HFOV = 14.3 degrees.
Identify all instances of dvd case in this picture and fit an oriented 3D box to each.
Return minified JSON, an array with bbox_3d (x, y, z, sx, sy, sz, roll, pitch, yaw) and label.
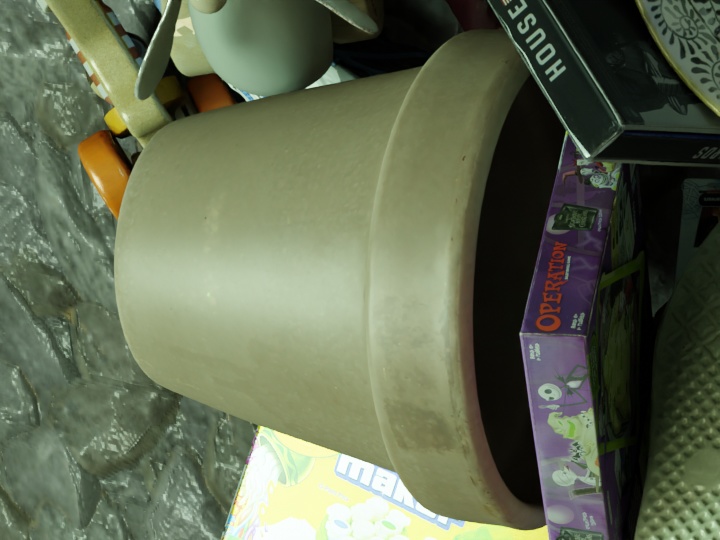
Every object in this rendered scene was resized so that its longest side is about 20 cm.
[{"bbox_3d":[0.107,-0.105,1.088,0.025,0.200,0.150,-41,68,28],"label":"dvd case"}]

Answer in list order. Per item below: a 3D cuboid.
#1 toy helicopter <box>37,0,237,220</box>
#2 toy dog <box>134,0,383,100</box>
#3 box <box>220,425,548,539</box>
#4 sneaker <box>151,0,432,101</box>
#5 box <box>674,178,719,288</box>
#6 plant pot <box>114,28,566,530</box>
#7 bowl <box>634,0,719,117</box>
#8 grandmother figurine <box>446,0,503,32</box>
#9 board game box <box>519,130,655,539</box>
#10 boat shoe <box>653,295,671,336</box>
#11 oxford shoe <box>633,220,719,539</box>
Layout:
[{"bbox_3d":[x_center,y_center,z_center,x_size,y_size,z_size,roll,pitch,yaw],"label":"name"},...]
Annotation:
[{"bbox_3d":[-0.129,-0.122,1.362,0.132,0.079,0.200,62,-178,31],"label":"toy helicopter"},{"bbox_3d":[-0.049,-0.100,1.201,0.132,0.200,0.097,-16,81,30],"label":"toy dog"},{"bbox_3d":[0.043,0.163,1.269,0.200,0.122,0.193,25,106,23],"label":"box"},{"bbox_3d":[-0.029,-0.084,1.330,0.200,0.076,0.077,37,126,29],"label":"sneaker"},{"bbox_3d":[0.214,0.035,1.105,0.200,0.040,0.137,2,81,33],"label":"box"},{"bbox_3d":[0.000,0.000,1.161,0.174,0.200,0.201,3,110,23],"label":"plant pot"},{"bbox_3d":[0.198,-0.135,1.052,0.200,0.094,0.201,1,95,12],"label":"bowl"},{"bbox_3d":[0.070,-0.135,1.229,0.200,0.061,0.121,35,119,26],"label":"grandmother figurine"},{"bbox_3d":[0.090,0.051,1.083,0.032,0.120,0.200,0,134,11],"label":"board game box"},{"bbox_3d":[0.195,0.081,1.181,0.202,0.075,0.075,42,131,24],"label":"boat shoe"},{"bbox_3d":[0.148,0.059,1.088,0.075,0.058,0.200,3,67,31],"label":"oxford shoe"}]
